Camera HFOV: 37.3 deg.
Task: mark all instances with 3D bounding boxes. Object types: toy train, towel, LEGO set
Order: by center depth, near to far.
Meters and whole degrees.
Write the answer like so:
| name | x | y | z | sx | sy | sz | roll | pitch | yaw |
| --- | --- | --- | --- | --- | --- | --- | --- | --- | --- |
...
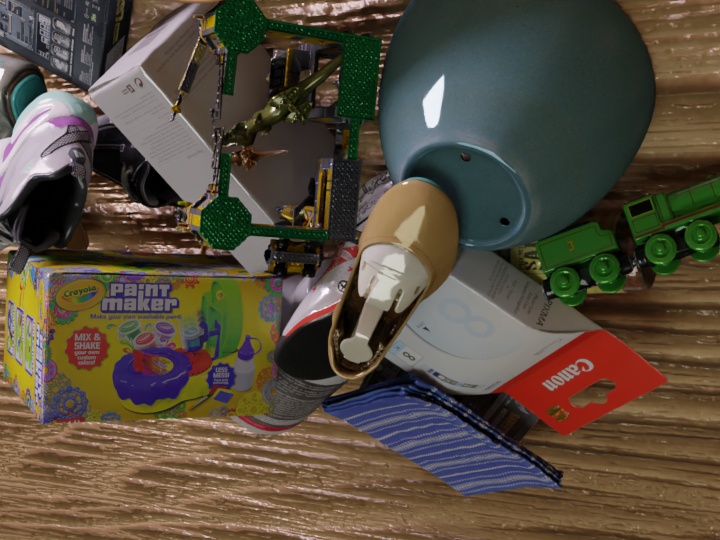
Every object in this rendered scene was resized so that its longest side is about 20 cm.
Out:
| name | x | y | z | sx | sy | sz | roll | pitch | yaw |
| --- | --- | --- | --- | --- | --- | --- | --- | --- | --- |
| toy train | 0.219 | -0.029 | 0.760 | 0.198 | 0.057 | 0.042 | -21 | 158 | 15 |
| LEGO set | -0.067 | -0.100 | 0.779 | 0.116 | 0.152 | 0.202 | -165 | 71 | -67 |
| towel | 0.074 | 0.161 | 0.993 | 0.199 | 0.024 | 0.144 | 35 | 148 | -24 |

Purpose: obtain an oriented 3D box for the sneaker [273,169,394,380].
| name | x | y | z | sx | sy | sz | roll | pitch | yaw |
| --- | --- | --- | --- | --- | --- | --- | --- | --- | --- |
| sneaker | 0.001 | 0.000 | 0.885 | 0.067 | 0.108 | 0.201 | 28 | 127 | -21 |

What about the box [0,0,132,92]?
| name | x | y | z | sx | sy | sz | roll | pitch | yaw |
| --- | --- | --- | --- | --- | --- | --- | --- | --- | --- |
| box | -0.255 | -0.253 | 0.843 | 0.157 | 0.051 | 0.201 | 27 | 140 | 2 |

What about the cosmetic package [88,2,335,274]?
| name | x | y | z | sx | sy | sz | roll | pitch | yaw |
| --- | --- | --- | --- | --- | --- | --- | --- | --- | --- |
| cosmetic package | -0.102 | -0.108 | 0.856 | 0.081 | 0.113 | 0.200 | -12 | 124 | 45 |

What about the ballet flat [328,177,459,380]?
| name | x | y | z | sx | sy | sz | roll | pitch | yaw |
| --- | --- | --- | --- | --- | --- | --- | --- | --- | --- |
| ballet flat | 0.019 | 0.017 | 0.753 | 0.068 | 0.063 | 0.201 | 24 | 144 | 3 |

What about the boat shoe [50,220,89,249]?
| name | x | y | z | sx | sy | sz | roll | pitch | yaw |
| --- | --- | --- | --- | --- | --- | --- | --- | --- | --- |
| boat shoe | -0.328 | -0.090 | 1.045 | 0.076 | 0.072 | 0.200 | -24 | 120 | 25 |

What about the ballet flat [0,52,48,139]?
| name | x | y | z | sx | sy | sz | roll | pitch | yaw |
| --- | --- | --- | --- | --- | --- | --- | --- | --- | --- |
| ballet flat | -0.303 | -0.116 | 0.975 | 0.063 | 0.068 | 0.201 | 25 | 145 | 20 |

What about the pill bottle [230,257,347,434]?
| name | x | y | z | sx | sy | sz | roll | pitch | yaw |
| --- | --- | --- | --- | --- | --- | --- | --- | --- | --- |
| pill bottle | -0.057 | 0.071 | 1.017 | 0.110 | 0.111 | 0.200 | 35 | 140 | -8 |

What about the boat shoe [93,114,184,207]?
| name | x | y | z | sx | sy | sz | roll | pitch | yaw |
| --- | --- | --- | --- | --- | --- | --- | --- | --- | --- |
| boat shoe | -0.183 | -0.089 | 0.955 | 0.198 | 0.068 | 0.072 | 12 | 137 | 23 |

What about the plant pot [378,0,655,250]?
| name | x | y | z | sx | sy | sz | roll | pitch | yaw |
| --- | --- | --- | --- | --- | --- | --- | --- | --- | --- |
| plant pot | 0.092 | -0.093 | 0.745 | 0.198 | 0.135 | 0.201 | 16 | 138 | 15 |

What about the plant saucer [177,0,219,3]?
| name | x | y | z | sx | sy | sz | roll | pitch | yaw |
| --- | --- | --- | --- | --- | --- | --- | --- | --- | --- |
| plant saucer | -0.099 | -0.276 | 0.687 | 0.198 | 0.037 | 0.202 | 8 | 105 | 29 |

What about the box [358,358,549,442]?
| name | x | y | z | sx | sy | sz | roll | pitch | yaw |
| --- | --- | --- | --- | --- | --- | --- | --- | --- | --- |
| box | 0.090 | 0.110 | 1.022 | 0.157 | 0.049 | 0.201 | 27 | 139 | 1 |

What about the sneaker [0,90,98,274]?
| name | x | y | z | sx | sy | sz | roll | pitch | yaw |
| --- | --- | --- | --- | --- | --- | --- | --- | --- | --- |
| sneaker | -0.289 | -0.042 | 0.893 | 0.077 | 0.141 | 0.200 | 22 | 127 | -34 |

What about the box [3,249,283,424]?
| name | x | y | z | sx | sy | sz | roll | pitch | yaw |
| --- | --- | --- | --- | --- | --- | --- | --- | --- | --- |
| box | -0.198 | 0.051 | 0.944 | 0.198 | 0.123 | 0.192 | 2 | -175 | -27 |

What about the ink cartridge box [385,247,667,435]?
| name | x | y | z | sx | sy | sz | roll | pitch | yaw |
| --- | --- | --- | --- | --- | --- | --- | --- | --- | --- |
| ink cartridge box | 0.124 | 0.074 | 0.879 | 0.199 | 0.047 | 0.160 | 35 | 147 | -5 |

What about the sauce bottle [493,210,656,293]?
| name | x | y | z | sx | sy | sz | roll | pitch | yaw |
| --- | --- | --- | --- | --- | --- | --- | --- | --- | --- |
| sauce bottle | 0.134 | -0.011 | 0.858 | 0.198 | 0.066 | 0.066 | -4 | 130 | 30 |
